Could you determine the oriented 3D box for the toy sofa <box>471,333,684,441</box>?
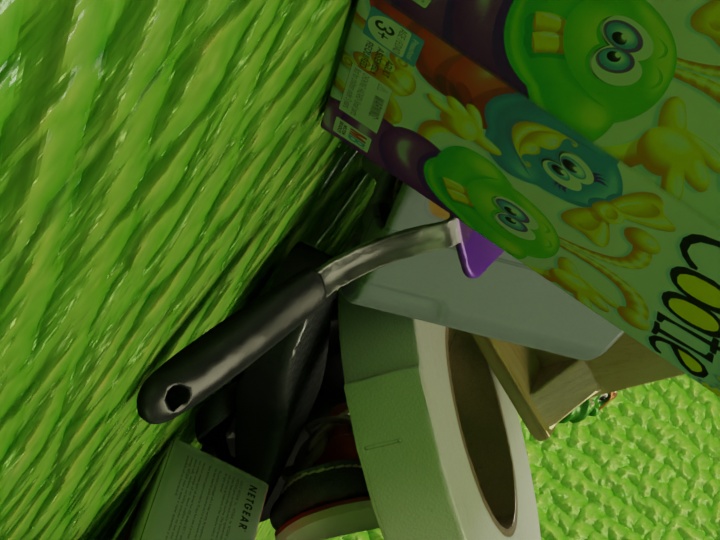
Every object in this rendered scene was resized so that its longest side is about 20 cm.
[{"bbox_3d":[0.155,0.002,0.856,0.199,0.083,0.098,-16,-151,34],"label":"toy sofa"}]

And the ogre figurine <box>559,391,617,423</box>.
[{"bbox_3d":[0.087,0.044,1.048,0.119,0.098,0.201,-15,139,-36],"label":"ogre figurine"}]

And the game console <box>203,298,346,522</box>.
[{"bbox_3d":[-0.033,0.045,1.024,0.177,0.115,0.201,-94,-154,-43],"label":"game console"}]

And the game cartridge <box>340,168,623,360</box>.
[{"bbox_3d":[0.087,-0.058,0.733,0.042,0.132,0.201,-103,-148,-59],"label":"game cartridge"}]

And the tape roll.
[{"bbox_3d":[0.040,0.074,0.852,0.037,0.205,0.203,-15,-173,13],"label":"tape roll"}]

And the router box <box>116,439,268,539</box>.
[{"bbox_3d":[-0.110,0.197,0.758,0.180,0.049,0.201,-59,-170,30],"label":"router box"}]

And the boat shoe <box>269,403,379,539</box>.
[{"bbox_3d":[-0.004,0.096,0.893,0.200,0.071,0.063,25,55,-79],"label":"boat shoe"}]

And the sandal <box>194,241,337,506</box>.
[{"bbox_3d":[-0.044,0.048,0.815,0.201,0.043,0.076,104,10,-55],"label":"sandal"}]

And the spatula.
[{"bbox_3d":[0.000,0.000,0.662,0.199,0.020,0.057,-32,127,-26],"label":"spatula"}]

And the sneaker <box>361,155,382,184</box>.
[{"bbox_3d":[0.068,-0.050,0.863,0.075,0.089,0.200,-27,-172,33],"label":"sneaker"}]

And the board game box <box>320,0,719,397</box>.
[{"bbox_3d":[0.101,-0.048,0.595,0.103,0.199,0.105,-54,175,-21],"label":"board game box"}]
